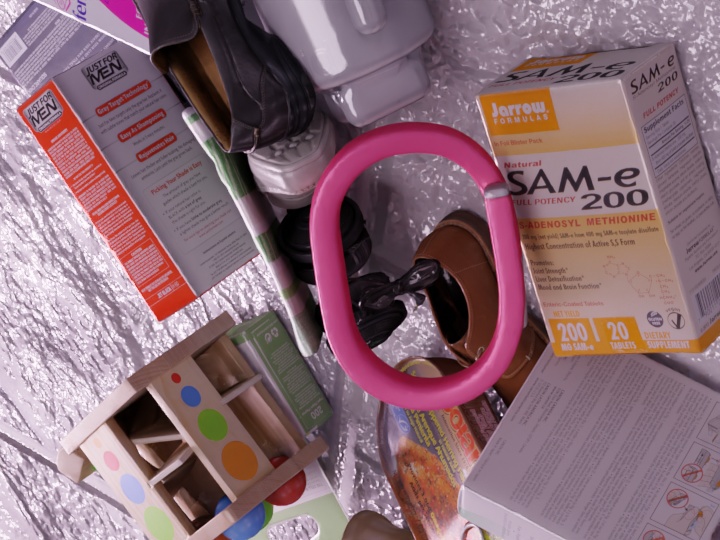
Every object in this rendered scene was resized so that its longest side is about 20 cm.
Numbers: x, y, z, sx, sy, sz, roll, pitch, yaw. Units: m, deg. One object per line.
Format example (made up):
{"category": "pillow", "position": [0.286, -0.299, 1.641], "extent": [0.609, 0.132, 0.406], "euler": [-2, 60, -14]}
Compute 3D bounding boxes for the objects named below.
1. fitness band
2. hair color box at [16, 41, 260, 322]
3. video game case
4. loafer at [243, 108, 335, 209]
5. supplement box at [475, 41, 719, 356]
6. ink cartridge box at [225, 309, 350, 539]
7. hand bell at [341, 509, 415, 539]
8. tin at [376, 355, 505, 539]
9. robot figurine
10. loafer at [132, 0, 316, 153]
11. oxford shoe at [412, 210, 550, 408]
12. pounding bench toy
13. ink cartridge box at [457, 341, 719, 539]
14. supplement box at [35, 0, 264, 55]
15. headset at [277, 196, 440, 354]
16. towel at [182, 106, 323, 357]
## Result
{"category": "fitness band", "position": [0.040, -0.001, 1.509], "extent": [0.142, 0.037, 0.202], "euler": [-7, 108, 6]}
{"category": "hair color box", "position": [-0.167, -0.073, 1.723], "extent": [0.061, 0.101, 0.201], "euler": [-30, 94, 46]}
{"category": "video game case", "position": [-0.206, -0.138, 1.800], "extent": [0.201, 0.019, 0.143], "euler": [53, 136, -1]}
{"category": "loafer", "position": [-0.048, -0.080, 1.612], "extent": [0.200, 0.069, 0.070], "euler": [-122, 7, -75]}
{"category": "supplement box", "position": [0.170, -0.046, 1.503], "extent": [0.125, 0.073, 0.201], "euler": [-4, 113, 42]}
{"category": "ink cartridge box", "position": [-0.080, 0.146, 1.848], "extent": [0.145, 0.048, 0.201], "euler": [-24, 99, 45]}
{"category": "hand bell", "position": [0.093, 0.230, 1.747], "extent": [0.199, 0.104, 0.105], "euler": [-11, 108, 29]}
{"category": "tin", "position": [0.071, 0.152, 1.637], "extent": [0.201, 0.042, 0.112], "euler": [65, 144, 35]}
{"category": "robot figurine", "position": [-0.021, -0.203, 1.537], "extent": [0.201, 0.112, 0.169], "euler": [66, 166, -12]}
{"category": "loafer", "position": [-0.117, -0.165, 1.520], "extent": [0.200, 0.072, 0.073], "euler": [48, 140, 15]}
{"category": "oxford shoe", "position": [0.097, 0.059, 1.632], "extent": [0.071, 0.071, 0.201], "euler": [-27, 98, 44]}
{"category": "pounding bench toy", "position": [-0.147, 0.163, 1.793], "extent": [0.156, 0.124, 0.200], "euler": [53, 136, 3]}
{"category": "ink cartridge box", "position": [0.191, 0.143, 1.543], "extent": [0.199, 0.161, 0.050], "euler": [27, 151, 16]}
{"category": "supplement box", "position": [-0.165, -0.239, 1.645], "extent": [0.199, 0.103, 0.102], "euler": [27, 131, 27]}
{"category": "headset", "position": [0.000, 0.000, 1.637], "extent": [0.124, 0.093, 0.200], "euler": [64, 176, -13]}
{"category": "towel", "position": [-0.079, -0.036, 1.660], "extent": [0.023, 0.153, 0.201], "euler": [-24, 95, 3]}
